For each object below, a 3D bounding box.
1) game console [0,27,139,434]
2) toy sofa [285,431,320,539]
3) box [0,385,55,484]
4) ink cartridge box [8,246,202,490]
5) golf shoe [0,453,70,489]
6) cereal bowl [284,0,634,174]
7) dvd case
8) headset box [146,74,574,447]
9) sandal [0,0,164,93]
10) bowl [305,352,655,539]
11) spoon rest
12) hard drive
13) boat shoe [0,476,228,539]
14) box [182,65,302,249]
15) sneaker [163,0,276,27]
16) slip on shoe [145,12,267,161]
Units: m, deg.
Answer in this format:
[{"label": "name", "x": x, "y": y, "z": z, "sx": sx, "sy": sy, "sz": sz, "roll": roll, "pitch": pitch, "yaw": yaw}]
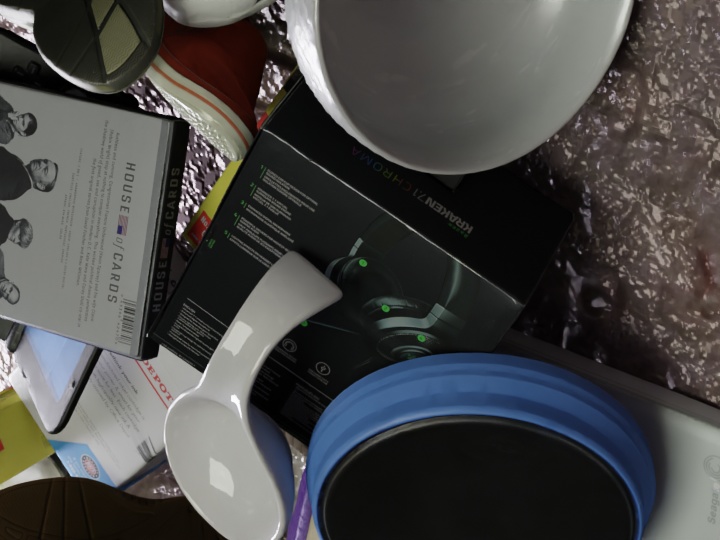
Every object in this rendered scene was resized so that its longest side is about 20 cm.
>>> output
[{"label": "game console", "x": -0.223, "y": -0.029, "z": 1.384, "sx": 0.175, "sy": 0.116, "sz": 0.201, "roll": 28, "pitch": 109, "yaw": -1}, {"label": "toy sofa", "x": -0.023, "y": 0.158, "z": 1.348, "sx": 0.097, "sy": 0.083, "sz": 0.201, "roll": 36, "pitch": 137, "yaw": 24}, {"label": "box", "x": -0.279, "y": 0.131, "z": 1.493, "sx": 0.075, "sy": 0.199, "sz": 0.051, "roll": -13, "pitch": 101, "yaw": 44}, {"label": "ink cartridge box", "x": -0.147, "y": 0.064, "z": 1.440, "sx": 0.116, "sy": 0.066, "sz": 0.200, "roll": 56, "pitch": 135, "yaw": 6}, {"label": "golf shoe", "x": -0.283, "y": 0.187, "z": 1.605, "sx": 0.199, "sy": 0.088, "sz": 0.078, "roll": -22, "pitch": 93, "yaw": 43}, {"label": "cereal bowl", "x": 0.043, "y": -0.155, "z": 1.093, "sx": 0.083, "sy": 0.199, "sz": 0.202, "roll": 35, "pitch": 133, "yaw": 52}, {"label": "dvd case", "x": -0.199, "y": -0.039, "z": 1.342, "sx": 0.199, "sy": 0.025, "sz": 0.152, "roll": 14, "pitch": 100, "yaw": 33}, {"label": "headset box", "x": 0.000, "y": 0.000, "z": 1.194, "sx": 0.173, "sy": 0.093, "sz": 0.201, "roll": 33, "pitch": 132, "yaw": 2}, {"label": "sandal", "x": -0.159, "y": -0.151, "z": 1.244, "sx": 0.057, "sy": 0.080, "sz": 0.201, "roll": 48, "pitch": 176, "yaw": -33}, {"label": "bowl", "x": 0.067, "y": 0.129, "z": 1.186, "sx": 0.198, "sy": 0.040, "sz": 0.202, "roll": 3, "pitch": 135, "yaw": 3}, {"label": "spoon rest", "x": -0.066, "y": 0.080, "z": 1.178, "sx": 0.099, "sy": 0.060, "sz": 0.201, "roll": 39, "pitch": 135, "yaw": 22}, {"label": "hard drive", "x": 0.137, "y": 0.117, "z": 1.246, "sx": 0.199, "sy": 0.026, "sz": 0.133, "roll": 21, "pitch": 123, "yaw": 33}, {"label": "boat shoe", "x": -0.164, "y": 0.189, "z": 1.450, "sx": 0.065, "sy": 0.198, "sz": 0.073, "roll": 106, "pitch": 164, "yaw": -53}, {"label": "box", "x": -0.032, "y": -0.065, "z": 1.279, "sx": 0.075, "sy": 0.050, "sz": 0.200, "roll": 48, "pitch": 134, "yaw": 9}, {"label": "sneaker", "x": -0.051, "y": -0.205, "z": 1.138, "sx": 0.198, "sy": 0.129, "sz": 0.080, "roll": -30, "pitch": 84, "yaw": 19}, {"label": "slip on shoe", "x": -0.086, "y": -0.122, "z": 1.234, "sx": 0.061, "sy": 0.200, "sz": 0.074, "roll": -41, "pitch": 112, "yaw": 10}]
